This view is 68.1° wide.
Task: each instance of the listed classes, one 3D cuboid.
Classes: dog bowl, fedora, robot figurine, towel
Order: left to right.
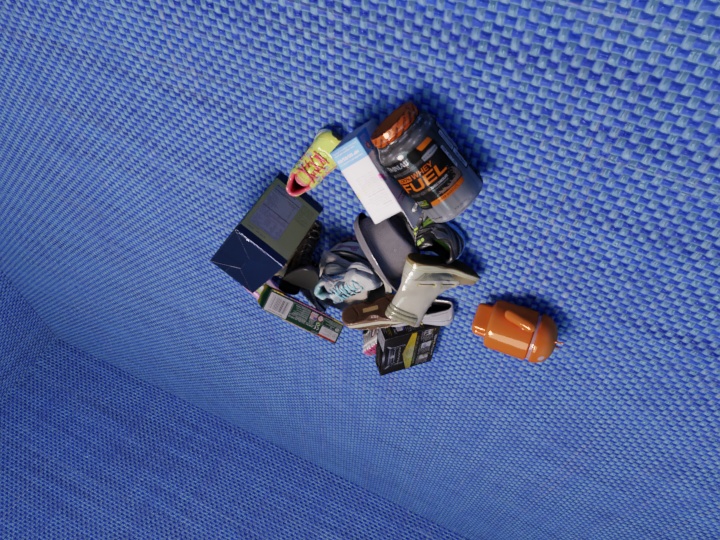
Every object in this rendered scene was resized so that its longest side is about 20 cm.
[{"bbox_3d":[-0.038,0.037,1.315,0.132,0.035,0.201,22,144,9],"label":"towel"},{"bbox_3d":[0.000,0.000,1.334,0.199,0.074,0.201,19,144,14],"label":"dog bowl"},{"bbox_3d":[0.070,-0.057,1.166,0.090,0.177,0.200,-29,124,18],"label":"fedora"},{"bbox_3d":[0.355,0.138,1.206,0.199,0.117,0.145,18,125,17],"label":"robot figurine"}]

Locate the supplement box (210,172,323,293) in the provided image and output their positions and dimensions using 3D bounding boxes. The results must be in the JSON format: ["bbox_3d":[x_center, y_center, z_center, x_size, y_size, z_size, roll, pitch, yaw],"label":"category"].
[{"bbox_3d":[-0.226,-0.086,1.277,0.134,0.200,0.200,39,145,-14],"label":"supplement box"}]

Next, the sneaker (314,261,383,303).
[{"bbox_3d":[-0.029,0.037,1.182,0.078,0.087,0.199,47,152,-26],"label":"sneaker"}]

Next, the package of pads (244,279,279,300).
[{"bbox_3d":[-0.307,0.029,1.563,0.200,0.076,0.120,45,176,-20],"label":"package of pads"}]

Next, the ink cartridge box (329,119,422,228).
[{"bbox_3d":[0.037,-0.171,1.015,0.068,0.115,0.201,-24,110,30],"label":"ink cartridge box"}]

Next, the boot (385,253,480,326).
[{"bbox_3d":[0.158,0.048,1.168,0.199,0.072,0.156,8,115,-33],"label":"boot"}]

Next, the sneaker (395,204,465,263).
[{"bbox_3d":[0.133,-0.089,1.113,0.199,0.083,0.071,38,145,-8],"label":"sneaker"}]

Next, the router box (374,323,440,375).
[{"bbox_3d":[0.123,0.197,1.432,0.156,0.052,0.201,-13,144,-13],"label":"router box"}]

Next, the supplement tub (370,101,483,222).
[{"bbox_3d":[0.118,-0.194,0.958,0.200,0.123,0.122,44,143,-20],"label":"supplement tub"}]

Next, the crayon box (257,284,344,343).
[{"bbox_3d":[-0.155,0.107,1.344,0.199,0.059,0.172,28,174,-14],"label":"crayon box"}]

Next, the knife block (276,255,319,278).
[{"bbox_3d":[-0.213,-0.041,1.448,0.175,0.064,0.201,0,135,35],"label":"knife block"}]

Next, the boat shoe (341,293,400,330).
[{"bbox_3d":[0.059,0.106,1.299,0.201,0.075,0.075,-7,152,16],"label":"boat shoe"}]

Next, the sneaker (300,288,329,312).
[{"bbox_3d":[-0.116,0.047,1.433,0.076,0.080,0.200,43,170,22],"label":"sneaker"}]

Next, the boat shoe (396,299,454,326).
[{"bbox_3d":[0.136,0.095,1.336,0.198,0.074,0.066,-3,140,5],"label":"boat shoe"}]

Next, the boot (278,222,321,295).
[{"bbox_3d":[-0.133,-0.040,1.290,0.069,0.175,0.200,27,157,-20],"label":"boot"}]

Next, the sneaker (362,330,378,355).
[{"bbox_3d":[0.071,0.154,1.476,0.073,0.088,0.200,15,136,-39],"label":"sneaker"}]

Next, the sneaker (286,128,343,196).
[{"bbox_3d":[-0.096,-0.216,1.117,0.078,0.091,0.200,38,143,-9],"label":"sneaker"}]
